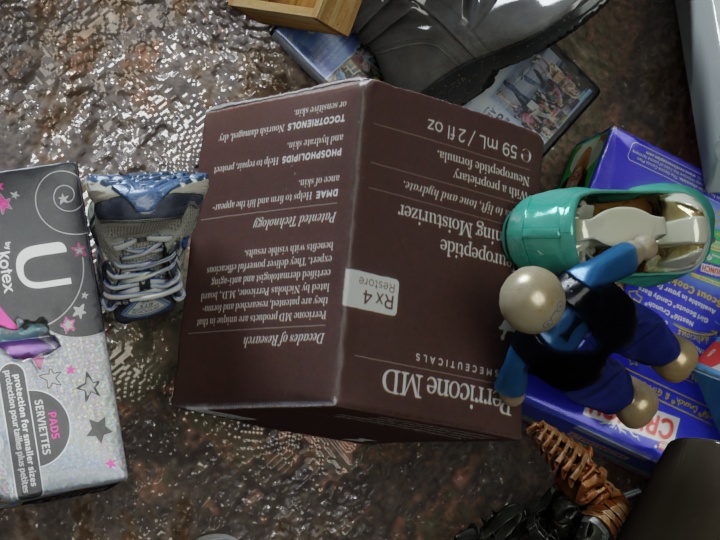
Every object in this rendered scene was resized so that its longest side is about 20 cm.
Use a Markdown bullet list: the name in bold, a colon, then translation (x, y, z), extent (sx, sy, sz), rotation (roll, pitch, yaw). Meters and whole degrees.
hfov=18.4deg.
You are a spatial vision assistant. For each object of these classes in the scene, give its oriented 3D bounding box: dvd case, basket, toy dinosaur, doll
- **dvd case**: translation (0.054, -0.145, 1.550), extent (0.200, 0.018, 0.143), rotation (44, 74, -3)
- **basket**: translation (0.215, 0.220, 1.395), extent (0.179, 0.136, 0.201), rotation (18, 73, 17)
- **toy dinosaur**: translation (0.132, 0.173, 1.458), extent (0.135, 0.102, 0.201), rotation (-33, 112, -16)
- **doll**: translation (0.141, 0.036, 1.366), extent (0.137, 0.200, 0.048), rotation (-51, 55, 8)

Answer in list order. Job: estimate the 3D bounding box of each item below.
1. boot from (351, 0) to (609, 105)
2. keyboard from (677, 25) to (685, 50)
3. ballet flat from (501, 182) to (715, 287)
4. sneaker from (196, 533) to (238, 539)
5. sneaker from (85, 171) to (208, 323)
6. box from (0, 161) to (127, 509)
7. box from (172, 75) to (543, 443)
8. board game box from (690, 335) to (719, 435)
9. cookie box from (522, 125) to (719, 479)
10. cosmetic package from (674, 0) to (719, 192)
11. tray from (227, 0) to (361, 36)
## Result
- **boot**: translation (0.080, -0.197, 1.490), extent (0.199, 0.070, 0.132), rotation (-33, 91, 7)
- **keyboard**: translation (0.300, -0.102, 1.552), extent (0.103, 0.040, 0.201), rotation (-1, 58, -28)
- **ballet flat**: translation (0.180, -0.021, 1.419), extent (0.199, 0.070, 0.068), rotation (-3, 93, -42)
- **sneaker**: translation (-0.096, 0.269, 1.418), extent (0.074, 0.087, 0.202), rotation (5, 82, -14)
- **sneaker**: translation (-0.132, -0.012, 1.389), extent (0.076, 0.200, 0.086), rotation (-3, 82, -6)
- **box**: translation (-0.218, 0.046, 1.396), extent (0.114, 0.132, 0.202), rotation (-10, 84, -13)
- **box**: translation (0.000, 0.000, 1.414), extent (0.165, 0.163, 0.202), rotation (13, 78, -41)
- **board game box**: translation (0.333, 0.078, 1.502), extent (0.200, 0.056, 0.197), rotation (-43, 127, -20)
- **cookie box**: translation (0.198, 0.030, 1.529), extent (0.170, 0.075, 0.201), rotation (25, 76, -10)
- **cosmetic package**: translation (0.266, -0.165, 1.514), extent (0.080, 0.113, 0.202), rotation (-4, 59, -2)
- **tray**: translation (-0.013, -0.260, 1.494), extent (0.037, 0.098, 0.202), rotation (24, 84, -41)
